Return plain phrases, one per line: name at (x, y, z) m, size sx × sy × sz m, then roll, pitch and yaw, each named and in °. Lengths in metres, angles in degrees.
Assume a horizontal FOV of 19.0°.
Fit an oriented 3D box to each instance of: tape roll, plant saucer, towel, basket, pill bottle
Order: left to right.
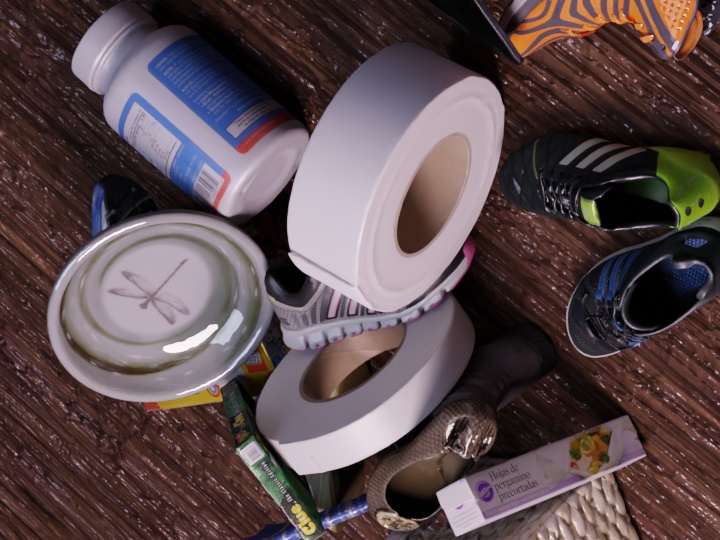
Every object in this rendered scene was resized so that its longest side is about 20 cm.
plant saucer at (-0.174, 0.021, 1.852) m, size 0.050 × 0.198 × 0.201 m, roll -113°, pitch 23°, yaw -50°
pill bottle at (-0.150, -0.140, 1.850) m, size 0.200 × 0.112 × 0.113 m, roll 42°, pitch 136°, yaw 13°
towel at (-0.021, 0.211, 1.888) m, size 0.199 × 0.145 × 0.024 m, roll -24°, pitch 85°, yaw 17°
tape roll at (0.002, 0.087, 1.793) m, size 0.202 × 0.203 × 0.037 m, roll -10°, pitch 124°, yaw 45°
tape roll at (0.029, -0.071, 1.668) m, size 0.071 × 0.202 × 0.204 m, roll 28°, pitch 132°, yaw 24°
basket at (0.136, 0.280, 1.810) m, size 0.160 × 0.198 × 0.201 m, roll -10°, pitch 109°, yaw 40°

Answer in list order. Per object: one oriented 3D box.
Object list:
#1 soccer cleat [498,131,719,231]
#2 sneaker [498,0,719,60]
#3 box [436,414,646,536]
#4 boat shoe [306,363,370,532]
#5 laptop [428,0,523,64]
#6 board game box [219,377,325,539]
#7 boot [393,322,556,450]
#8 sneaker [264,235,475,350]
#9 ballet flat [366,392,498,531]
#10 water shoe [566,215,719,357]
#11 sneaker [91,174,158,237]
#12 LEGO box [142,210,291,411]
soccer cleat at (0.178, -0.063, 1.629) m, size 0.199 × 0.081 × 0.068 m, roll 4°, pitch 119°, yaw 40°
sneaker at (0.183, -0.185, 1.548) m, size 0.112 × 0.077 × 0.200 m, roll 52°, pitch 138°, yaw 3°
box at (0.148, 0.162, 1.716) m, size 0.041 × 0.199 × 0.039 m, roll -37°, pitch 74°, yaw 48°
boat shoe at (-0.032, 0.153, 1.967) m, size 0.063 × 0.073 × 0.202 m, roll 24°, pitch 137°, yaw 22°
laptop at (0.068, -0.284, 1.572) m, size 0.200 × 0.116 × 0.187 m, roll 51°, pitch 178°, yaw -35°
board game box at (-0.078, 0.160, 1.847) m, size 0.105 × 0.023 × 0.200 m, roll 56°, pitch 180°, yaw -13°
boot at (0.064, 0.115, 1.809) m, size 0.070 × 0.132 × 0.200 m, roll 52°, pitch 138°, yaw 0°
sneaker at (0.000, 0.000, 1.800) m, size 0.199 × 0.074 × 0.088 m, roll -21°, pitch 118°, yaw 29°
ballet flat at (0.056, 0.164, 1.718) m, size 0.067 × 0.047 × 0.200 m, roll 16°, pitch 142°, yaw -18°
water shoe at (0.211, 0.020, 1.655) m, size 0.072 × 0.079 × 0.200 m, roll 52°, pitch 138°, yaw 2°
sneaker at (-0.227, 0.004, 1.924) m, size 0.089 × 0.078 × 0.201 m, roll 22°, pitch 127°, yaw 29°
LEGO box at (-0.142, 0.041, 1.985) m, size 0.199 × 0.077 × 0.150 m, roll -12°, pitch 108°, yaw 45°
